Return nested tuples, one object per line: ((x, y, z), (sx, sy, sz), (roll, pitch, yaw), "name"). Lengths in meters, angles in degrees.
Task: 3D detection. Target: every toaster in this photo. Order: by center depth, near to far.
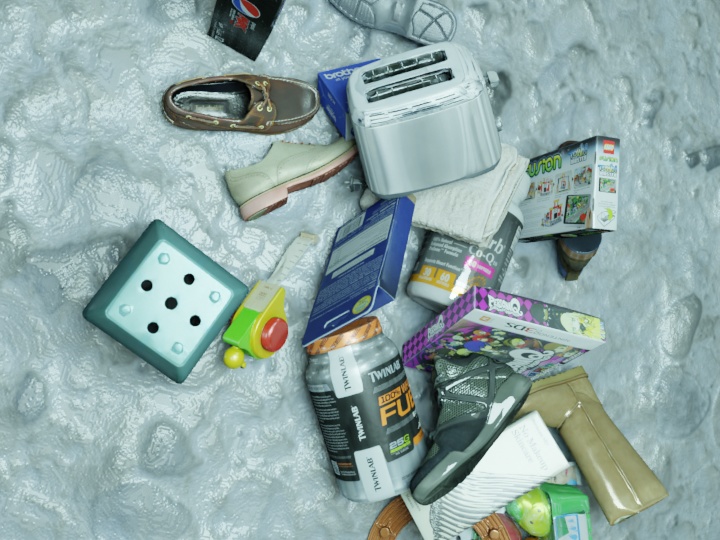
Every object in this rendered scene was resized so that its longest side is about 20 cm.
((0.063, -0.170, 0.786), (0.197, 0.130, 0.115), (-14, 48, 7), "toaster")

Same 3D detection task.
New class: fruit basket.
((0.214, 0.364, 0.922), (0.197, 0.094, 0.188), (-6, 90, -14), "fruit basket")

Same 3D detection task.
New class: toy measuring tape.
((-0.105, 0.043, 0.852), (0.073, 0.073, 0.201), (40, 60, -13), "toy measuring tape")

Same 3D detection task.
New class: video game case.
((0.172, 0.092, 0.862), (0.179, 0.200, 0.036), (15, 60, -17), "video game case")

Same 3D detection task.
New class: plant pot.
((-0.206, 0.033, 0.740), (0.141, 0.200, 0.142), (38, 78, -13), "plant pot")

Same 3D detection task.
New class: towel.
((0.100, -0.113, 0.861), (0.134, 0.198, 0.034), (-63, 146, -11), "towel")

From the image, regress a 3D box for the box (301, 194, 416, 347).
((0.000, 0.000, 0.800), (0.032, 0.121, 0.201), (40, 43, -23), "box")

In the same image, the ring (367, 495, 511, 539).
((0.102, 0.382, 0.884), (0.197, 0.019, 0.204), (-1, 82, 5), "ring")

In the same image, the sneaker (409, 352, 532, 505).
((0.105, 0.178, 0.819), (0.114, 0.077, 0.200), (33, 69, 26), "sneaker")

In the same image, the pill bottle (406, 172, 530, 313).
((0.145, -0.040, 0.897), (0.115, 0.116, 0.202), (24, 82, -15), "pill bottle")

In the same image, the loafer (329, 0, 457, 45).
((0.033, -0.353, 0.907), (0.198, 0.063, 0.073), (24, 110, -6), "loafer")

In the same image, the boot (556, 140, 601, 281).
((0.299, -0.085, 0.981), (0.074, 0.097, 0.202), (4, 59, 8), "boot")

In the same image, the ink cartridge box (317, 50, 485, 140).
((0.052, -0.235, 0.885), (0.198, 0.045, 0.095), (-18, 52, -17), "ink cartridge box")

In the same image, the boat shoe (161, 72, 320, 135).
((-0.139, -0.203, 0.836), (0.197, 0.070, 0.071), (-10, 91, -19), "boat shoe")

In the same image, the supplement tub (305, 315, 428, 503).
((0.005, 0.166, 0.844), (0.121, 0.122, 0.203), (-19, 94, -17), "supplement tub")

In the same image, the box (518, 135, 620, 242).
((0.257, -0.098, 0.890), (0.034, 0.200, 0.112), (5, 87, -17), "box")

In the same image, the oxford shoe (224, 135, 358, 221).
((-0.075, -0.139, 0.856), (0.199, 0.071, 0.074), (-31, 90, -18), "oxford shoe")

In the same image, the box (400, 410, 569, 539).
((0.152, 0.259, 0.855), (0.198, 0.068, 0.083), (-31, 75, -2), "box")

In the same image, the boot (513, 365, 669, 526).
((0.288, 0.239, 0.912), (0.173, 0.066, 0.202), (-18, 62, -18), "boot")

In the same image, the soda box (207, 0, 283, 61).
((-0.121, -0.309, 0.775), (0.070, 0.200, 0.064), (26, 82, -15), "soda box")
